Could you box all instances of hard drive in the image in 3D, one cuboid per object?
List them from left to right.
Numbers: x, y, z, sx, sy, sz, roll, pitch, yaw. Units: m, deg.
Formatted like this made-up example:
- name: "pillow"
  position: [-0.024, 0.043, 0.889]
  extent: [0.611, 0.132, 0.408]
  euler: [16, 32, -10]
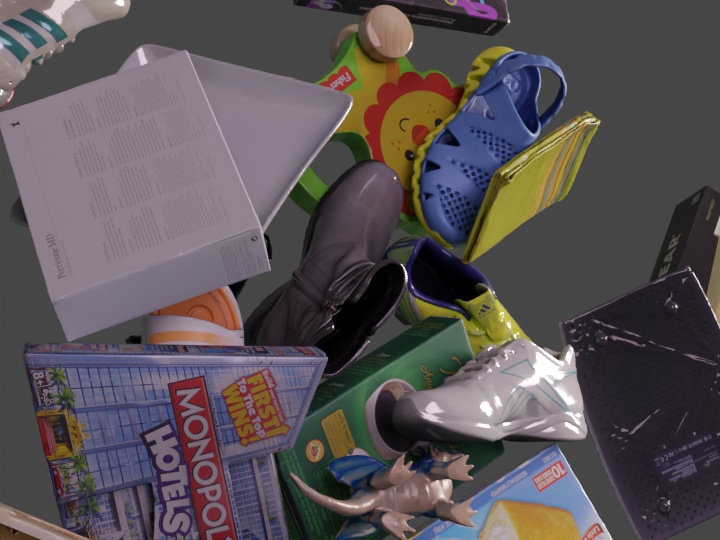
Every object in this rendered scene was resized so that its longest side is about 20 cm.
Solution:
- name: "hard drive"
  position: [0.246, 0.110, 1.404]
  extent: [0.134, 0.042, 0.201]
  euler: [-23, 97, -9]

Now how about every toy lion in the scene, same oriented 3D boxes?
- name: "toy lion"
  position: [0.019, -0.105, 1.413]
  extent: [0.200, 0.069, 0.192]
  euler: [-39, 98, -33]

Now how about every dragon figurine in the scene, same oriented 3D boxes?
- name: "dragon figurine"
  position: [0.013, 0.159, 1.209]
  extent: [0.199, 0.099, 0.059]
  euler: [-4, 86, -39]

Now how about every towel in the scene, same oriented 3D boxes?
- name: "towel"
  position: [0.142, -0.069, 1.404]
  extent: [0.018, 0.086, 0.200]
  euler: [28, 29, 18]

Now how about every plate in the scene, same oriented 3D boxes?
- name: "plate"
  position: [-0.131, -0.077, 1.285]
  extent: [0.199, 0.032, 0.200]
  euler: [16, 56, 24]

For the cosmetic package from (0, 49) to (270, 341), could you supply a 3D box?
- name: "cosmetic package"
  position: [-0.165, -0.058, 1.220]
  extent: [0.150, 0.052, 0.200]
  euler: [-18, 49, -8]

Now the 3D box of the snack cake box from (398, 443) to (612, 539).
- name: "snack cake box"
  position: [0.095, 0.232, 1.307]
  extent: [0.200, 0.067, 0.115]
  euler: [-28, 84, -33]

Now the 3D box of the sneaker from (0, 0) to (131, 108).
- name: "sneaker"
  position: [-0.264, -0.169, 1.294]
  extent: [0.199, 0.070, 0.094]
  euler: [-12, 94, -32]

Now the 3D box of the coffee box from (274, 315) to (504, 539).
- name: "coffee box"
  position: [0.015, 0.131, 1.298]
  extent: [0.200, 0.044, 0.123]
  euler: [-32, 110, -32]

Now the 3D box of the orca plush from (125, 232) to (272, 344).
- name: "orca plush"
  position: [-0.117, -0.019, 1.296]
  extent: [0.105, 0.071, 0.200]
  euler: [38, 58, -8]

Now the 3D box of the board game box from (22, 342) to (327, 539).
- name: "board game box"
  position: [-0.111, 0.127, 1.171]
  extent: [0.199, 0.062, 0.201]
  euler: [-13, 97, -8]

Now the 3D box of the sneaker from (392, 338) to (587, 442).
- name: "sneaker"
  position: [0.096, 0.092, 1.294]
  extent: [0.200, 0.070, 0.081]
  euler: [3, 85, -46]

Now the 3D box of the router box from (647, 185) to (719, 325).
- name: "router box"
  position: [0.327, 0.049, 1.507]
  extent: [0.157, 0.052, 0.201]
  euler: [31, 59, -12]

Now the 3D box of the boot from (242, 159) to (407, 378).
- name: "boot"
  position: [0.000, 0.000, 1.292]
  extent: [0.070, 0.131, 0.201]
  euler: [37, 71, -23]

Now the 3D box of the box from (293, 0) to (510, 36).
- name: "box"
  position: [0.033, -0.288, 1.503]
  extent: [0.199, 0.036, 0.144]
  euler: [5, 69, -24]

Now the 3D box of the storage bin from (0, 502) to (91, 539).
- name: "storage bin"
  position: [-0.225, 0.260, 1.080]
  extent: [0.199, 0.094, 0.199]
  euler: [25, 82, -16]

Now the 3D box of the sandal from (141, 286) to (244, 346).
- name: "sandal"
  position: [-0.114, 0.098, 1.230]
  extent: [0.079, 0.059, 0.208]
  euler: [3, 85, -24]

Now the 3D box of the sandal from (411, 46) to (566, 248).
- name: "sandal"
  position: [0.107, -0.108, 1.393]
  extent: [0.079, 0.087, 0.201]
  euler: [37, 64, -28]

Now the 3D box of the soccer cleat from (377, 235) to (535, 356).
- name: "soccer cleat"
  position: [0.097, 0.048, 1.371]
  extent: [0.200, 0.084, 0.065]
  euler: [40, 58, -8]
